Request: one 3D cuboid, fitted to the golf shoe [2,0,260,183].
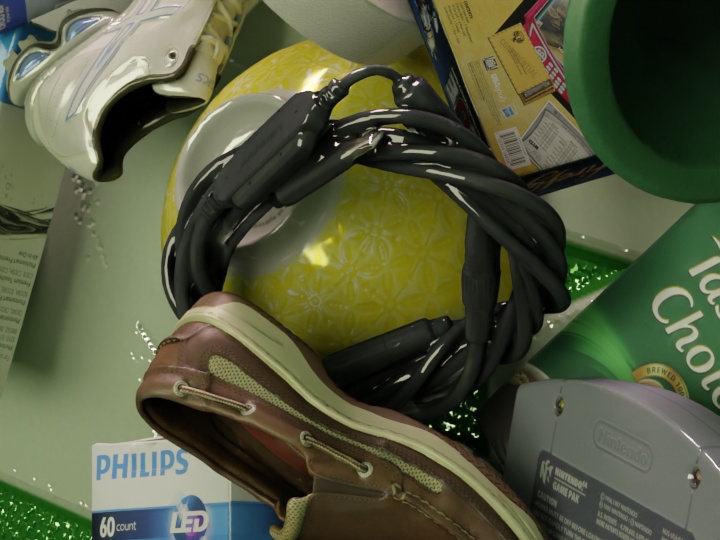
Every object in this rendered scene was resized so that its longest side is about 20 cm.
[{"bbox_3d":[-0.082,-0.122,1.420,0.200,0.078,0.097,-44,50,6],"label":"golf shoe"}]

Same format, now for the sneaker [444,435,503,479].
[{"bbox_3d":[0.002,0.122,1.363,0.199,0.079,0.078,12,119,39],"label":"sneaker"}]

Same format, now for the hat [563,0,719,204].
[{"bbox_3d":[0.145,-0.147,1.269,0.199,0.166,0.176,-33,32,-7],"label":"hat"}]

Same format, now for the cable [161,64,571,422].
[{"bbox_3d":[0.000,0.000,1.269,0.200,0.163,0.051,-43,20,35],"label":"cable"}]

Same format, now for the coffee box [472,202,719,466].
[{"bbox_3d":[0.153,0.052,1.284,0.200,0.044,0.123,-43,64,27],"label":"coffee box"}]

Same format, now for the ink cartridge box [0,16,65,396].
[{"bbox_3d":[-0.244,-0.046,1.502,0.145,0.084,0.201,15,89,25],"label":"ink cartridge box"}]

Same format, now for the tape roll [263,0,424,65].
[{"bbox_3d":[-0.025,-0.191,1.331,0.037,0.202,0.204,-33,69,27],"label":"tape roll"}]

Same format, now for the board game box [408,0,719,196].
[{"bbox_3d":[0.089,-0.140,1.294,0.035,0.135,0.201,111,141,-68],"label":"board game box"}]

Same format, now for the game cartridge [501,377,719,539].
[{"bbox_3d":[0.118,0.119,1.204,0.200,0.041,0.134,-153,66,-62],"label":"game cartridge"}]

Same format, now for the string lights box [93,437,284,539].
[{"bbox_3d":[-0.074,0.179,1.317,0.102,0.059,0.201,-8,79,45],"label":"string lights box"}]

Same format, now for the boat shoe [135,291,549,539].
[{"bbox_3d":[-0.012,0.097,1.233,0.202,0.075,0.075,34,142,11],"label":"boat shoe"}]

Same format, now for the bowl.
[{"bbox_3d":[-0.028,-0.032,1.357,0.199,0.108,0.201,-12,67,31],"label":"bowl"}]

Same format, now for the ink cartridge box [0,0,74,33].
[{"bbox_3d":[-0.163,-0.197,1.456,0.120,0.199,0.042,56,160,24],"label":"ink cartridge box"}]
